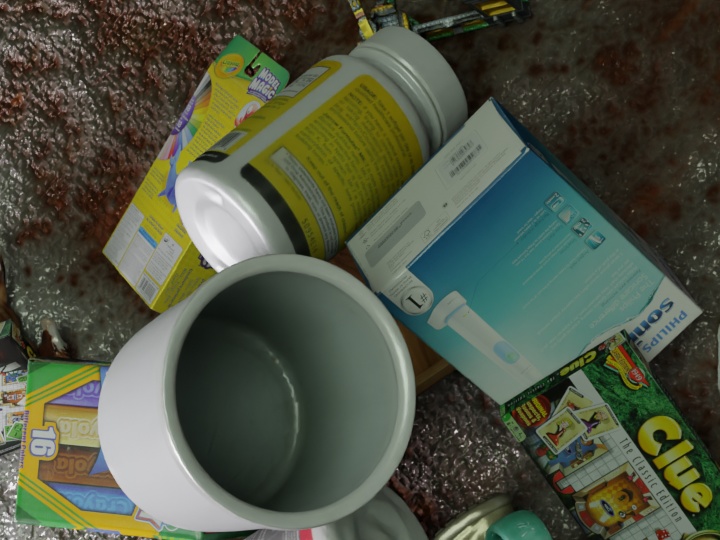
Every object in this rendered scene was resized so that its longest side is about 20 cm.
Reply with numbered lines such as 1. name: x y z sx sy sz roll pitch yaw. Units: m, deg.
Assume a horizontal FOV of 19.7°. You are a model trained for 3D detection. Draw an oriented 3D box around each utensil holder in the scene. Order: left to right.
1. utensil holder: -0.078 0.090 1.365 0.169 0.200 0.172 4 79 -21

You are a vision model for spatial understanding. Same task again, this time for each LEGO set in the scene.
1. LEGO set: 0.043 -0.253 1.507 0.152 0.116 0.202 -2 85 19

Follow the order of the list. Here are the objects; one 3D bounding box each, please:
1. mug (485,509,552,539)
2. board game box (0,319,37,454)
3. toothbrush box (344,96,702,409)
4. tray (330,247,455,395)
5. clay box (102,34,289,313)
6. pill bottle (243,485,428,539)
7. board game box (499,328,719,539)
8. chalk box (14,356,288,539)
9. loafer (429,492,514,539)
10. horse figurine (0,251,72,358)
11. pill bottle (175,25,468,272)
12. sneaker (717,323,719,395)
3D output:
1. mug: 0.134 0.257 1.417 0.151 0.114 0.187 12 96 -21
2. board game box: -0.332 0.114 1.620 0.199 0.105 0.024 -20 36 15
3. toothbrush box: 0.113 0.005 1.419 0.146 0.200 0.085 -45 30 11
4. tray: 0.000 0.000 1.541 0.098 0.037 0.201 -35 74 21
5. clay box: -0.111 -0.070 1.556 0.201 0.047 0.115 -58 35 6
6. pill bottle: -0.051 0.235 1.456 0.200 0.110 0.111 -37 74 31
7. board game box: 0.193 0.146 1.422 0.104 0.023 0.200 -34 106 12
8. chalk box: -0.138 0.135 1.536 0.198 0.125 0.125 4 87 21
9. loafer: 0.058 0.246 1.488 0.068 0.076 0.201 40 107 16
10. horse figurine: -0.334 0.055 1.646 0.199 0.050 0.133 -25 95 8
11. pill bottle: -0.024 -0.079 1.453 0.114 0.115 0.200 41 63 18
12. sneaker: 0.277 0.019 1.406 0.072 0.114 0.202 7 89 18
